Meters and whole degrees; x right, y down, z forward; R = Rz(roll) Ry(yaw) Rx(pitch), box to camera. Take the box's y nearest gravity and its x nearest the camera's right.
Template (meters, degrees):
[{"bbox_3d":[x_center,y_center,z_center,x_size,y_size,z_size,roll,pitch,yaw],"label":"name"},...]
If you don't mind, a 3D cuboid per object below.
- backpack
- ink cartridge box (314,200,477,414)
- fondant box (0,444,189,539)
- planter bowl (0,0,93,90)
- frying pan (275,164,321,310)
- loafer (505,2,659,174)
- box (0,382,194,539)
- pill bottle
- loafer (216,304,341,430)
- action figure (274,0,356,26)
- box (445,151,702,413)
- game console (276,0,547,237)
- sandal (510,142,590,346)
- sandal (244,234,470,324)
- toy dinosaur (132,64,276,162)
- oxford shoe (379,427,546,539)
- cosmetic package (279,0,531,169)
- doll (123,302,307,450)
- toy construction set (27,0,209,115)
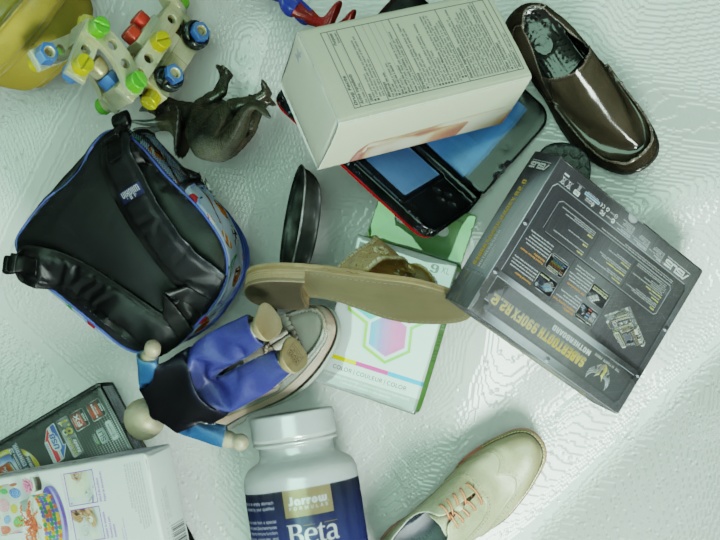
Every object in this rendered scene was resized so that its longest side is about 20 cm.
[{"bbox_3d":[-0.206,-0.018,1.271,0.191,0.154,0.200,46,107,10],"label":"backpack"},{"bbox_3d":[0.035,0.026,1.279,0.103,0.059,0.202,17,89,10],"label":"ink cartridge box"},{"bbox_3d":[-0.264,0.253,1.254,0.198,0.058,0.146,-12,90,16],"label":"fondant box"},{"bbox_3d":[-0.324,-0.240,1.311,0.083,0.200,0.201,40,94,-28],"label":"planter bowl"},{"bbox_3d":[-0.065,-0.006,1.273,0.031,0.115,0.192,8,89,-11],"label":"frying pan"},{"bbox_3d":[0.205,-0.173,1.258,0.073,0.071,0.200,-42,82,4],"label":"loafer"},{"bbox_3d":[-0.274,0.236,1.322,0.159,0.044,0.201,-29,84,5],"label":"box"},{"bbox_3d":[-0.051,0.234,1.255,0.110,0.111,0.202,-10,86,8],"label":"pill bottle"},{"bbox_3d":[-0.106,0.098,1.265,0.199,0.063,0.072,-37,61,23],"label":"loafer"},{"bbox_3d":[-0.090,-0.308,1.303,0.199,0.065,0.100,25,96,18],"label":"action figure"},{"bbox_3d":[0.197,0.013,1.206,0.199,0.048,0.159,33,87,-25],"label":"box"},{"bbox_3d":[0.051,-0.154,1.261,0.200,0.172,0.119,42,120,8],"label":"game console"},{"bbox_3d":[0.182,-0.021,1.270,0.074,0.045,0.202,12,83,7],"label":"sandal"},{"bbox_3d":[0.000,-0.003,1.220,0.209,0.078,0.070,5,61,-2],"label":"sandal"},{"bbox_3d":[-0.133,-0.139,1.282,0.103,0.077,0.199,-52,40,-9],"label":"toy dinosaur"},{"bbox_3d":[0.097,0.227,1.253,0.200,0.074,0.071,-44,82,4],"label":"oxford shoe"},{"bbox_3d":[0.040,-0.173,1.207,0.198,0.087,0.104,-14,69,-23],"label":"cosmetic package"},{"bbox_3d":[-0.143,0.109,1.220,0.199,0.049,0.137,-29,108,27],"label":"doll"},{"bbox_3d":[-0.215,-0.232,1.271,0.131,0.092,0.201,40,67,-22],"label":"toy construction set"}]
